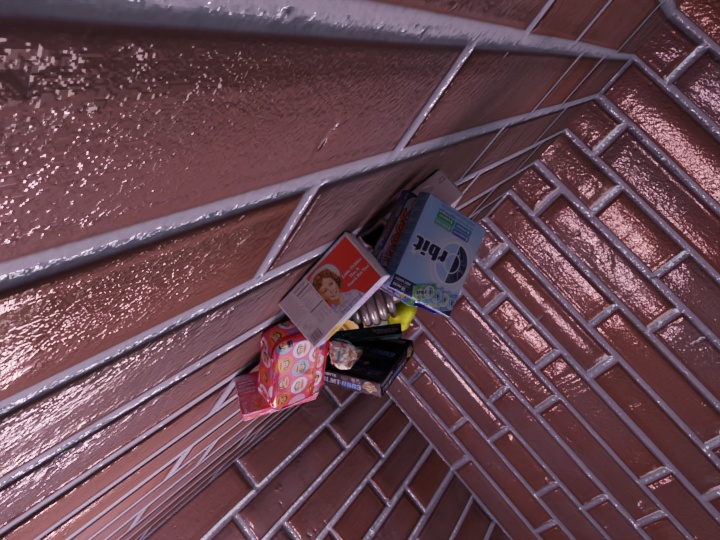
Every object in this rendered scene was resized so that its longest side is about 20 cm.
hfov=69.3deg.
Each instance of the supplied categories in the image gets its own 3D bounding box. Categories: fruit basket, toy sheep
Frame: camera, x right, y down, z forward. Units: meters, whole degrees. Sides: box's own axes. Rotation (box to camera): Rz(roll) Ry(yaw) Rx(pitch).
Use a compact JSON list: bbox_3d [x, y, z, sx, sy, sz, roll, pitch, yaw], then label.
[{"bbox_3d":[0.119,0.062,1.470,0.216,0.214,0.157,-46,-148,16],"label":"fruit basket"},{"bbox_3d":[0.019,0.076,1.272,0.196,0.141,0.138,-22,170,0],"label":"toy sheep"}]

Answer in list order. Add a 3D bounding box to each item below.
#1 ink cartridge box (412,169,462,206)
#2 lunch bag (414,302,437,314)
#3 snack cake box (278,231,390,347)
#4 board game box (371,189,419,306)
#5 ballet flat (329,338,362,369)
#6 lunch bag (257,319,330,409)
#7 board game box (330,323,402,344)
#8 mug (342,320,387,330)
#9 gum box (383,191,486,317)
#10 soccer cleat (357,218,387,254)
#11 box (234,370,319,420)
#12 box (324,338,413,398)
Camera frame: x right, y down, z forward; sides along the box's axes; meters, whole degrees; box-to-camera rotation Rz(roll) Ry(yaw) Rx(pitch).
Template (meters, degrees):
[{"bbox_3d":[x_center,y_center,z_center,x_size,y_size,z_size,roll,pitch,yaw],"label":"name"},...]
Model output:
[{"bbox_3d":[0.142,-0.123,1.238,0.147,0.086,0.201,-39,171,-19],"label":"ink cartridge box"},{"bbox_3d":[0.177,-0.016,1.238,0.201,0.092,0.153,98,11,-62],"label":"lunch bag"},{"bbox_3d":[-0.052,0.038,1.024,0.200,0.115,0.067,-45,169,12],"label":"snack cake box"},{"bbox_3d":[0.099,-0.045,1.091,0.204,0.134,0.034,-63,-152,-3],"label":"board game box"},{"bbox_3d":[-0.039,0.202,1.236,0.200,0.074,0.066,47,51,-73],"label":"ballet flat"},{"bbox_3d":[-0.143,0.205,1.189,0.173,0.082,0.204,-14,126,-36],"label":"lunch bag"},{"bbox_3d":[0.006,0.164,1.308,0.194,0.029,0.135,-7,167,2],"label":"board game box"},{"bbox_3d":[-0.007,0.150,1.563,0.187,0.154,0.149,-44,171,9],"label":"mug"},{"bbox_3d":[0.153,-0.031,1.075,0.204,0.168,0.044,-65,-153,-1],"label":"gum box"},{"bbox_3d":[-0.007,-0.028,1.100,0.200,0.068,0.086,-45,162,-15],"label":"soccer cleat"},{"bbox_3d":[-0.209,0.295,1.303,0.195,0.098,0.100,-13,160,-16],"label":"box"},{"bbox_3d":[0.012,0.232,1.341,0.198,0.196,0.051,-40,129,-50],"label":"box"}]
